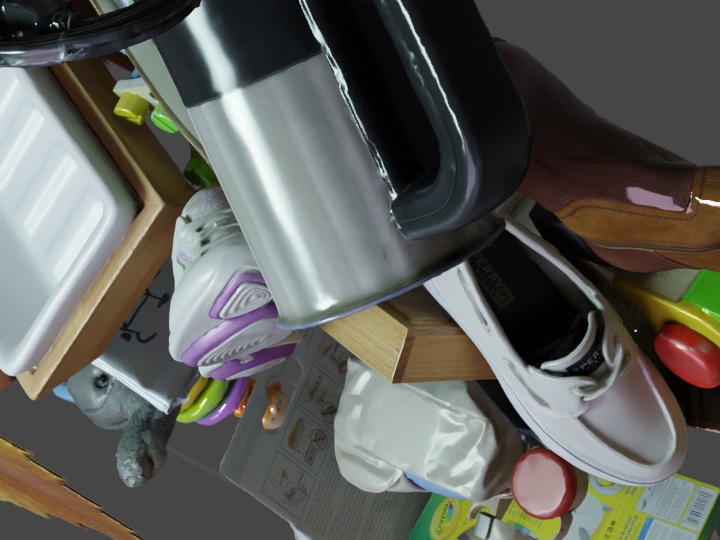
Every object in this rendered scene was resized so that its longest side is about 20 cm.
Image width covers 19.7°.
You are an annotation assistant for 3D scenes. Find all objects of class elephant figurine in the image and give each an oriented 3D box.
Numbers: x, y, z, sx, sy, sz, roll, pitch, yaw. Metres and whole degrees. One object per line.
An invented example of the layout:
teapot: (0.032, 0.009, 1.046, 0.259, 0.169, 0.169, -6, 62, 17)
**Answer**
elephant figurine: (-0.159, 0.047, 1.407, 0.141, 0.200, 0.155, 27, 161, 4)

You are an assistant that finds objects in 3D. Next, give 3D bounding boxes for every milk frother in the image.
milk frother: (-0.049, -0.063, 0.886, 0.189, 0.199, 0.180, 65, 163, -8)

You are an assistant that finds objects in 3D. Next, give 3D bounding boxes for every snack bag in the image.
snack bag: (-0.156, -0.010, 1.308, 0.200, 0.189, 0.021, 30, 130, 7)

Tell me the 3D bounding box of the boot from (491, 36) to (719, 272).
boot: (0.153, -0.039, 0.973, 0.199, 0.069, 0.188, 13, 154, 36)

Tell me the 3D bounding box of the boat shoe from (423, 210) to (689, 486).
boat shoe: (0.106, 0.039, 1.065, 0.200, 0.072, 0.066, 51, 169, -15)

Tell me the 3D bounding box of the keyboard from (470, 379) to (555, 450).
keyboard: (0.098, 0.050, 1.202, 0.127, 0.021, 0.200, 15, -158, -34)

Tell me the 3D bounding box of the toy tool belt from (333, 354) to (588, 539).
toy tool belt: (0.088, 0.113, 1.397, 0.199, 0.125, 0.123, 19, -171, 34)

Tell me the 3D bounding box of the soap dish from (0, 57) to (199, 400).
soap dish: (-0.187, -0.051, 1.208, 0.081, 0.158, 0.200, 0, -135, -48)

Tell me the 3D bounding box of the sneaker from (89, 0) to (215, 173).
sneaker: (-0.085, -0.140, 1.050, 0.200, 0.090, 0.067, 54, -179, 27)

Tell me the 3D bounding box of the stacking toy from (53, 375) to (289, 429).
stacking toy: (-0.131, 0.082, 1.630, 0.200, 0.116, 0.110, 29, 166, -35)

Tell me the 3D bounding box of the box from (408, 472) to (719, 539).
box: (0.142, 0.178, 1.440, 0.199, 0.118, 0.048, 19, 157, 29)

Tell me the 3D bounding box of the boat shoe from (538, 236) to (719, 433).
boat shoe: (0.143, 0.038, 1.167, 0.200, 0.074, 0.066, 29, -174, 22)

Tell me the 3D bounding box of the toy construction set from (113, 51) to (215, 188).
toy construction set: (-0.041, -0.081, 1.117, 0.200, 0.092, 0.131, 25, 163, 44)

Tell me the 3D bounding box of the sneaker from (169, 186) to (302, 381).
sneaker: (-0.074, 0.000, 1.065, 0.200, 0.075, 0.100, 115, 136, -79)

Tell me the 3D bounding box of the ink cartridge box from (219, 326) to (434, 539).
ink cartridge box: (-0.010, 0.136, 1.478, 0.200, 0.163, 0.057, 35, 144, -19)

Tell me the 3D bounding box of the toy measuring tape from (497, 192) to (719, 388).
toy measuring tape: (0.159, 0.013, 1.102, 0.200, 0.074, 0.074, 25, 162, 38)

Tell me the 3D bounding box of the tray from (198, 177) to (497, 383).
tray: (0.000, 0.000, 1.164, 0.098, 0.037, 0.200, -1, -153, -40)

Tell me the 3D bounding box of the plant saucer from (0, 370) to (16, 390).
plant saucer: (-0.244, -0.004, 1.425, 0.037, 0.201, 0.200, 9, 160, -2)
